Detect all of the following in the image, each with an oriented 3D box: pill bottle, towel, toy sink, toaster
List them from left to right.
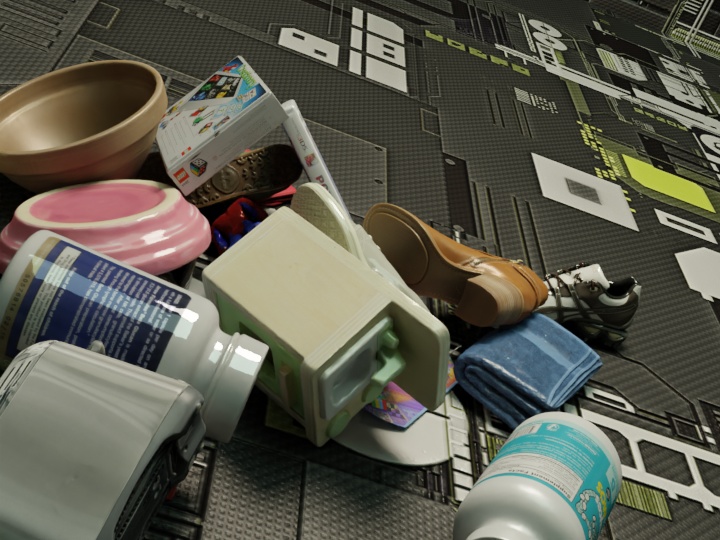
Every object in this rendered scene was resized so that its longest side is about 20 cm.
[{"bbox_3d":[-0.199,0.144,0.811,0.129,0.114,0.201,23,64,7],"label":"toaster"},{"bbox_3d":[-0.177,0.056,0.927,0.199,0.111,0.111,23,27,-1],"label":"pill bottle"},{"bbox_3d":[-0.033,0.065,1.063,0.200,0.131,0.112,37,62,24],"label":"toy sink"},{"bbox_3d":[0.181,0.099,1.283,0.111,0.049,0.200,37,28,16],"label":"towel"},{"bbox_3d":[0.145,0.205,1.011,0.110,0.111,0.200,31,29,13],"label":"pill bottle"}]

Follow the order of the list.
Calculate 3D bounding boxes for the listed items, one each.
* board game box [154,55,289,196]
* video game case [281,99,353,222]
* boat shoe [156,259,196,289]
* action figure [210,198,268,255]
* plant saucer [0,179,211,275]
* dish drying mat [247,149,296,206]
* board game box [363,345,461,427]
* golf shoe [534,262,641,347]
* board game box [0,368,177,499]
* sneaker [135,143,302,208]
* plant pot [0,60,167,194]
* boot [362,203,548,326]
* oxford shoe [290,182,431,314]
[{"bbox_3d":[-0.149,-0.153,1.229,0.035,0.126,0.200,53,1,-24],"label":"board game box"},{"bbox_3d":[-0.040,-0.095,1.295,0.183,0.023,0.200,64,2,-10],"label":"video game case"},{"bbox_3d":[-0.196,0.017,1.119,0.070,0.066,0.200,25,27,3],"label":"boat shoe"},{"bbox_3d":[-0.117,-0.032,1.243,0.052,0.065,0.200,43,1,-24],"label":"action figure"},{"bbox_3d":[-0.240,-0.041,1.120,0.199,0.051,0.201,-2,21,1],"label":"plant saucer"},{"bbox_3d":[-0.165,-0.139,1.476,0.200,0.018,0.077,40,32,27],"label":"dish drying mat"},{"bbox_3d":[0.029,0.065,1.201,0.158,0.039,0.200,46,30,9],"label":"board game box"},{"bbox_3d":[0.240,0.023,1.429,0.199,0.095,0.078,11,31,-21],"label":"golf shoe"},{"bbox_3d":[-0.248,0.105,0.950,0.199,0.040,0.153,10,30,-25],"label":"board game box"},{"bbox_3d":[-0.169,-0.098,1.359,0.199,0.068,0.090,-8,-5,-14],"label":"sneaker"},{"bbox_3d":[-0.288,-0.131,1.241,0.200,0.093,0.201,-9,33,6],"label":"plant pot"},{"bbox_3d":[0.110,-0.011,1.331,0.199,0.077,0.155,31,20,24],"label":"boot"},{"bbox_3d":[0.000,0.000,1.160,0.058,0.075,0.200,-23,71,-44],"label":"oxford shoe"}]
